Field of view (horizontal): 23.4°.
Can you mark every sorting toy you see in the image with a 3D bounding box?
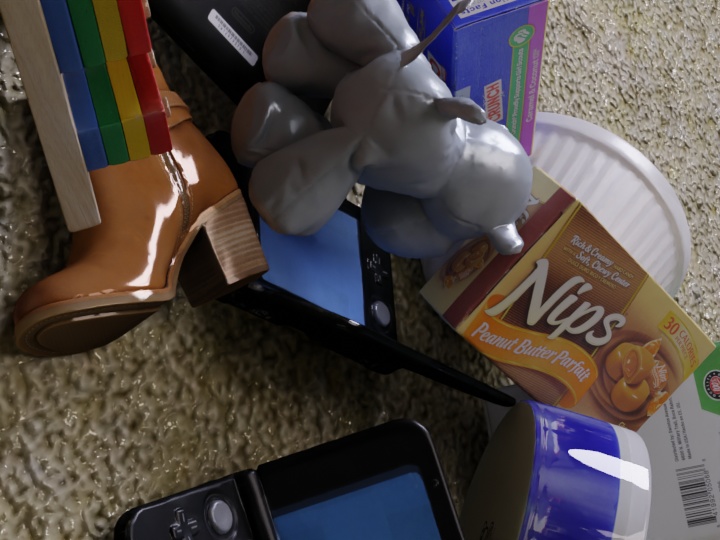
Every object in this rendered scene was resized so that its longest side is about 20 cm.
[{"bbox_3d":[-0.154,-0.161,0.904,0.200,0.069,0.199,85,-12,-56],"label":"sorting toy"}]

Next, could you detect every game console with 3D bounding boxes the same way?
[{"bbox_3d":[-0.097,-0.204,1.163,0.200,0.116,0.176,44,62,-39],"label":"game console"},{"bbox_3d":[0.000,0.000,1.144,0.200,0.116,0.177,28,50,-48],"label":"game console"},{"bbox_3d":[-0.021,0.204,0.977,0.176,0.116,0.201,-10,80,-59],"label":"game console"}]

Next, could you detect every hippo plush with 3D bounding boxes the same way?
[{"bbox_3d":[0.035,-0.092,1.086,0.161,0.200,0.160,27,49,-44],"label":"hippo plush"}]

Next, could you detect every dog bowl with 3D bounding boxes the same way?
[{"bbox_3d":[0.114,0.189,1.129,0.078,0.200,0.201,18,47,-6],"label":"dog bowl"}]

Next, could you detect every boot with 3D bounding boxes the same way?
[{"bbox_3d":[-0.147,-0.044,0.988,0.200,0.077,0.156,-23,84,-46],"label":"boot"}]

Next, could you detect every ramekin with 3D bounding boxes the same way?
[{"bbox_3d":[0.136,-0.011,1.297,0.203,0.202,0.094,56,46,-20],"label":"ramekin"}]

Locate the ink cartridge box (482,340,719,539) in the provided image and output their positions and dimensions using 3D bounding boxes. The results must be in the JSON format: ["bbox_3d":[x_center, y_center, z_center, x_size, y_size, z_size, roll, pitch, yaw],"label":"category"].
[{"bbox_3d":[0.202,0.145,1.285,0.083,0.199,0.147,58,22,-70],"label":"ink cartridge box"}]

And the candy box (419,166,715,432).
[{"bbox_3d":[0.144,0.034,1.174,0.200,0.115,0.055,41,3,-39],"label":"candy box"}]

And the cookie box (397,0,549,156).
[{"bbox_3d":[0.049,-0.189,1.209,0.171,0.075,0.200,90,-25,-57],"label":"cookie box"}]
